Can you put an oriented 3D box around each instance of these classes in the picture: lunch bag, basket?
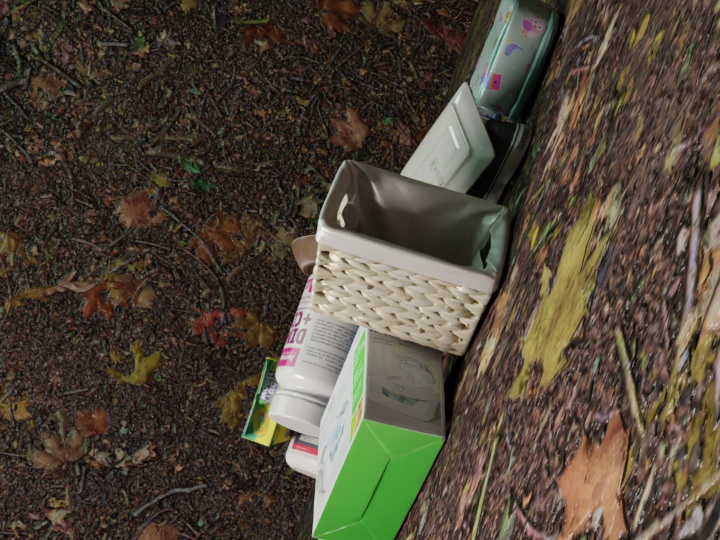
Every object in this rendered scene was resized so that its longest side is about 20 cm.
[{"bbox_3d":[0.203,-0.284,1.501,0.200,0.076,0.162,-74,3,-75],"label":"lunch bag"},{"bbox_3d":[0.049,-0.012,1.215,0.136,0.197,0.124,-71,-2,-51],"label":"basket"}]

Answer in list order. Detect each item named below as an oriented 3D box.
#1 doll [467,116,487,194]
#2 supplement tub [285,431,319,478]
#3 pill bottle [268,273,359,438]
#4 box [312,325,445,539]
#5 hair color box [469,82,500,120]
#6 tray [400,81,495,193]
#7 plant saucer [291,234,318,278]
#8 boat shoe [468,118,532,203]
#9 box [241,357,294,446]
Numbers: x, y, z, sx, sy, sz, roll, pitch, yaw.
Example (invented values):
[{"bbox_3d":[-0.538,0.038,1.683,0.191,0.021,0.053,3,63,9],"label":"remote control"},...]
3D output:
[{"bbox_3d":[0.124,-0.105,1.495,0.048,0.136,0.202,17,78,50],"label":"doll"},{"bbox_3d":[-0.017,0.215,1.663,0.140,0.139,0.202,116,174,-76],"label":"supplement tub"},{"bbox_3d":[-0.047,0.114,1.495,0.113,0.112,0.202,115,174,-72],"label":"pill bottle"},{"bbox_3d":[0.021,0.176,1.247,0.178,0.095,0.201,-88,15,-50],"label":"box"},{"bbox_3d":[0.181,-0.222,1.802,0.100,0.060,0.202,114,177,-63],"label":"hair color box"},{"bbox_3d":[0.097,-0.130,1.385,0.200,0.022,0.109,-53,50,53],"label":"tray"},{"bbox_3d":[0.000,0.000,1.523,0.200,0.197,0.035,116,166,-76],"label":"plant saucer"},{"bbox_3d":[0.159,-0.130,1.397,0.200,0.056,0.069,113,177,-65],"label":"boat shoe"},{"bbox_3d":[-0.116,0.185,1.603,0.200,0.048,0.119,23,-95,-78],"label":"box"}]
